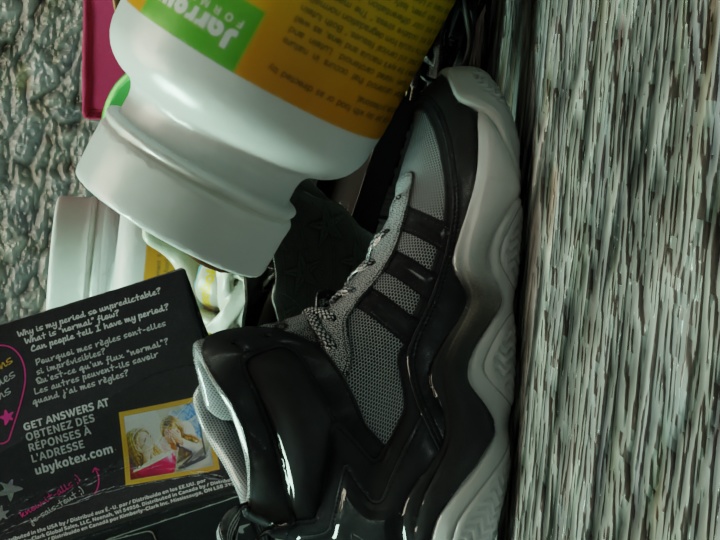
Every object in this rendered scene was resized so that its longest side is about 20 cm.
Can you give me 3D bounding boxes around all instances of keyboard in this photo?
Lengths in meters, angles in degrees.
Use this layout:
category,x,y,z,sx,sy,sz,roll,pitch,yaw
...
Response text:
category,x,y,z,sx,sy,sz,roll,pitch,yaw
keyboard,0.031,-0.097,1.149,0.104,0.039,0.201,-148,75,-73

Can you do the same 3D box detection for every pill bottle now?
category,x,y,z,sx,sy,sz,roll,pitch,yaw
pill bottle,-0.077,0.005,1.547,0.109,0.198,0.110,-175,90,-86
pill bottle,-0.025,-0.104,1.012,0.201,0.111,0.111,-61,7,8

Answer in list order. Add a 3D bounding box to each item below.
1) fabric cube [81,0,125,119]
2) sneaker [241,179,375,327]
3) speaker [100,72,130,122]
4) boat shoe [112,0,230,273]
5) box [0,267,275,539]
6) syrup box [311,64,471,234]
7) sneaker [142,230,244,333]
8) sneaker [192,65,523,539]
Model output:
category,x,y,z,sx,sy,sz,roll,pitch,yaw
fabric cube,-0.056,-0.217,1.550,0.197,0.198,0.200,100,172,-47
sneaker,-0.014,0.056,1.126,0.060,0.104,0.201,39,126,56
speaker,-0.042,-0.076,1.344,0.200,0.088,0.089,-16,-65,-58
boat shoe,-0.064,-0.095,1.201,0.072,0.072,0.201,42,-143,-81
box,-0.108,0.108,1.174,0.200,0.131,0.115,76,177,-59
syrup box,0.000,0.000,1.245,0.079,0.081,0.202,-121,36,-83
sneaker,-0.038,0.021,1.360,0.200,0.080,0.077,46,129,41
sneaker,-0.002,0.014,0.974,0.076,0.113,0.201,104,171,-67
